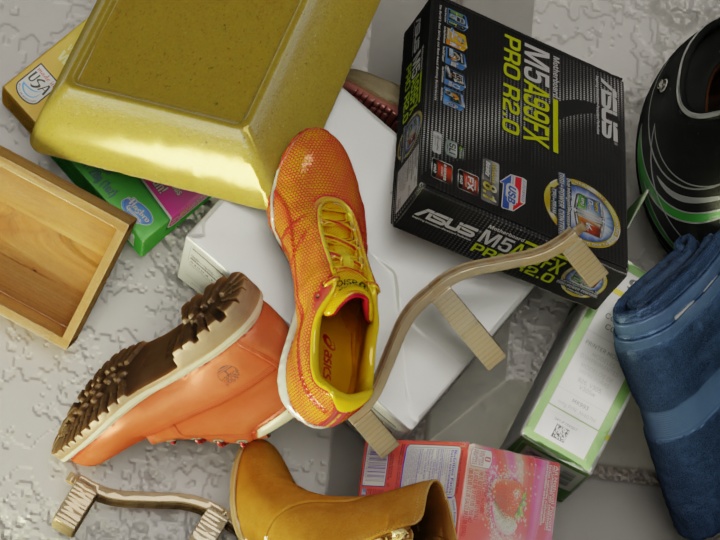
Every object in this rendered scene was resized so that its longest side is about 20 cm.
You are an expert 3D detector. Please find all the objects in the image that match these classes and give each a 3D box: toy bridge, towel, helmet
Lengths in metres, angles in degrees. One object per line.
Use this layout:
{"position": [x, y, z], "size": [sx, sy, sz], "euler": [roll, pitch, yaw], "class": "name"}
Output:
{"position": [-0.112, 0.191, 1.731], "size": [0.200, 0.027, 0.067], "euler": [31, 70, 1], "class": "toy bridge"}
{"position": [0.232, 0.081, 1.731], "size": [0.112, 0.048, 0.200], "euler": [-42, 128, -31], "class": "towel"}
{"position": [0.068, 0.034, 1.660], "size": [0.200, 0.027, 0.067], "euler": [-40, 103, 2], "class": "toy bridge"}
{"position": [0.286, -0.074, 1.779], "size": [0.200, 0.190, 0.201], "euler": [-14, 113, -38], "class": "helmet"}

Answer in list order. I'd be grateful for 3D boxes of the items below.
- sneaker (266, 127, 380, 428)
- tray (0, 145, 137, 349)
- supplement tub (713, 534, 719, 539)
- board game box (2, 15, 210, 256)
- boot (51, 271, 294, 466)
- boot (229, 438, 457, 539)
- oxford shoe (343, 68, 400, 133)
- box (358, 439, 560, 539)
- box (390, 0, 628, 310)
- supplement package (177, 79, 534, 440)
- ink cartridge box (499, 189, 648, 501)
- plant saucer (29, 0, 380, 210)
{"position": [-0.014, 0.001, 1.654], "size": [0.073, 0.077, 0.201], "euler": [4, 72, -31], "class": "sneaker"}
{"position": [-0.265, -0.038, 1.758], "size": [0.200, 0.037, 0.099], "euler": [28, 101, 2], "class": "tray"}
{"position": [0.298, 0.264, 1.711], "size": [0.145, 0.145, 0.200], "euler": [-38, 83, -15], "class": "supplement tub"}
{"position": [-0.131, -0.132, 1.817], "size": [0.200, 0.040, 0.153], "euler": [-42, 84, -15], "class": "board game box"}
{"position": [-0.117, 0.093, 1.714], "size": [0.107, 0.200, 0.075], "euler": [44, 31, -24], "class": "boot"}
{"position": [-0.007, 0.165, 1.661], "size": [0.144, 0.071, 0.202], "euler": [-31, 43, 21], "class": "boot"}
{"position": [0.066, -0.099, 1.824], "size": [0.200, 0.070, 0.075], "euler": [28, 62, -11], "class": "oxford shoe"}
{"position": [0.057, 0.216, 1.685], "size": [0.094, 0.102, 0.201], "euler": [16, 77, -42], "class": "box"}
{"position": [0.104, -0.083, 1.745], "size": [0.160, 0.044, 0.200], "euler": [22, 43, -16], "class": "box"}
{"position": [0.000, 0.000, 1.762], "size": [0.200, 0.111, 0.156], "euler": [41, 74, 3], "class": "supplement package"}
{"position": [0.168, 0.054, 1.773], "size": [0.059, 0.104, 0.200], "euler": [28, 73, 0], "class": "ink cartridge box"}
{"position": [-0.108, -0.155, 1.742], "size": [0.199, 0.048, 0.200], "euler": [15, 65, 19], "class": "plant saucer"}
